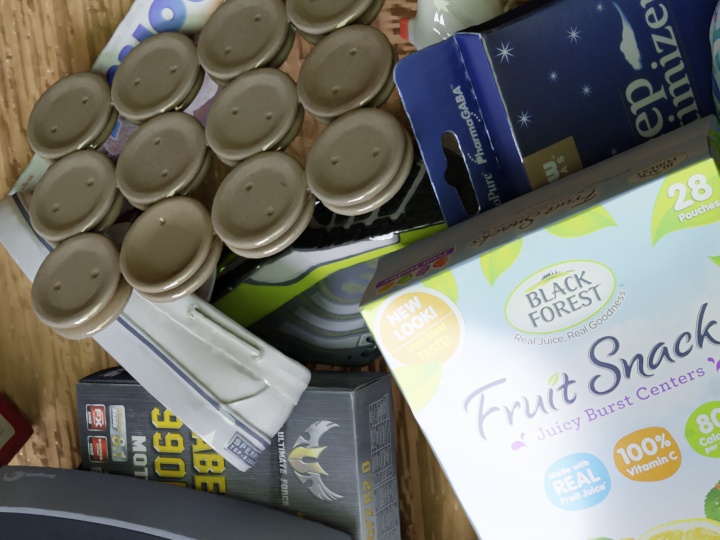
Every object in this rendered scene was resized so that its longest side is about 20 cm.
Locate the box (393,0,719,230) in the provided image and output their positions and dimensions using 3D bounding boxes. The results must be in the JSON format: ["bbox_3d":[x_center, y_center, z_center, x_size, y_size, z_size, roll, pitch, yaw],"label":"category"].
[{"bbox_3d":[0.121,-0.077,1.020,0.199,0.032,0.122,-26,106,-18],"label":"box"}]

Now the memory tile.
[{"bbox_3d":[-0.069,-0.060,1.047,0.199,0.154,0.017,-23,142,18],"label":"memory tile"}]

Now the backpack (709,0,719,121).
[{"bbox_3d":[0.252,-0.087,0.983,0.199,0.154,0.164,11,94,-31],"label":"backpack"}]

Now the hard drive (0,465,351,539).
[{"bbox_3d":[-0.103,0.173,1.100,0.199,0.042,0.136,9,102,24],"label":"hard drive"}]

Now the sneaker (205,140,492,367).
[{"bbox_3d":[0.000,0.000,1.094,0.081,0.074,0.200,42,143,-20],"label":"sneaker"}]

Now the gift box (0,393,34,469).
[{"bbox_3d":[-0.296,0.120,1.152,0.187,0.185,0.200,-39,92,19],"label":"gift box"}]

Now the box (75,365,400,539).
[{"bbox_3d":[-0.058,0.150,1.126,0.158,0.048,0.201,1,100,26],"label":"box"}]

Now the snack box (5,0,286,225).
[{"bbox_3d":[-0.107,-0.078,1.128,0.072,0.024,0.200,36,112,-1],"label":"snack box"}]

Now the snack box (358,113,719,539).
[{"bbox_3d":[0.118,0.058,0.982,0.168,0.068,0.201,-24,104,17],"label":"snack box"}]

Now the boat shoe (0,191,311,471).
[{"bbox_3d":[-0.100,0.011,1.086,0.070,0.071,0.200,-49,57,-3],"label":"boat shoe"}]

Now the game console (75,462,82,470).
[{"bbox_3d":[-0.086,0.165,1.184,0.177,0.031,0.200,48,113,10],"label":"game console"}]

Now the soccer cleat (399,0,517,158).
[{"bbox_3d":[0.067,-0.079,1.068,0.077,0.069,0.201,10,120,27],"label":"soccer cleat"}]
